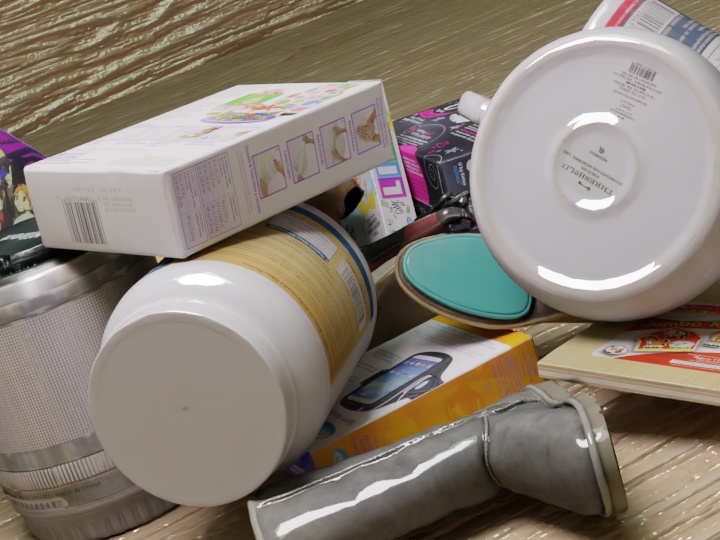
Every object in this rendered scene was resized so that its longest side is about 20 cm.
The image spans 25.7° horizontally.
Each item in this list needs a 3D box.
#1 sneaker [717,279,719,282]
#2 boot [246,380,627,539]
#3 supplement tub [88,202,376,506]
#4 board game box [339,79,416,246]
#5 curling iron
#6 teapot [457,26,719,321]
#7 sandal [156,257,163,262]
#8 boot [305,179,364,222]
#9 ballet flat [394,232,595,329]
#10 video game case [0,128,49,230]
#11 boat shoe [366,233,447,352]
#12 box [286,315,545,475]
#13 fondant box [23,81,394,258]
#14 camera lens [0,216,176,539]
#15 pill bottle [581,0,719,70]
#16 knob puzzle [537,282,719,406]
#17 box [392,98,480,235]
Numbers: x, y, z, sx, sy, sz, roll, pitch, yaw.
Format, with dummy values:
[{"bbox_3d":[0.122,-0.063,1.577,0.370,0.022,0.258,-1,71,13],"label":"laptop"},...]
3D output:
[{"bbox_3d":[0.256,-0.038,1.136,0.199,0.089,0.075,-3,21,43],"label":"sneaker"},{"bbox_3d":[0.037,0.125,0.888,0.198,0.073,0.182,-14,2,-7],"label":"boot"},{"bbox_3d":[-0.077,0.047,0.990,0.143,0.146,0.200,-13,15,18],"label":"supplement tub"},{"bbox_3d":[-0.029,-0.060,1.333,0.034,0.136,0.200,-7,-13,-33],"label":"board game box"},{"bbox_3d":[0.000,0.000,1.125,0.199,0.026,0.049,-31,-18,20],"label":"curling iron"},{"bbox_3d":[0.172,-0.059,1.029,0.196,0.202,0.146,-21,-13,23],"label":"teapot"},{"bbox_3d":[-0.109,-0.005,1.174,0.198,0.081,0.054,-9,-25,11],"label":"sandal"},{"bbox_3d":[-0.057,-0.049,1.289,0.074,0.075,0.200,-50,4,-24],"label":"boot"},{"bbox_3d":[0.119,0.015,1.098,0.198,0.069,0.063,4,-21,-5],"label":"ballet flat"},{"bbox_3d":[-0.245,0.010,1.225,0.036,0.200,0.183,-7,65,32],"label":"video game case"},{"bbox_3d":[-0.001,0.041,1.181,0.199,0.072,0.065,-37,8,-4],"label":"boat shoe"},{"bbox_3d":[0.013,0.092,1.078,0.199,0.042,0.119,-28,18,-19],"label":"box"},{"bbox_3d":[-0.096,-0.070,1.030,0.143,0.059,0.199,5,25,43],"label":"fondant box"},{"bbox_3d":[-0.200,0.067,1.104,0.159,0.202,0.160,-17,16,5],"label":"camera lens"},{"bbox_3d":[0.257,-0.120,1.208,0.199,0.120,0.119,34,38,15],"label":"pill bottle"},{"bbox_3d":[0.235,0.047,0.981,0.217,0.031,0.220,-8,16,2],"label":"knob puzzle"},{"bbox_3d":[0.095,-0.059,1.306,0.114,0.133,0.200,-19,17,-12],"label":"box"}]
